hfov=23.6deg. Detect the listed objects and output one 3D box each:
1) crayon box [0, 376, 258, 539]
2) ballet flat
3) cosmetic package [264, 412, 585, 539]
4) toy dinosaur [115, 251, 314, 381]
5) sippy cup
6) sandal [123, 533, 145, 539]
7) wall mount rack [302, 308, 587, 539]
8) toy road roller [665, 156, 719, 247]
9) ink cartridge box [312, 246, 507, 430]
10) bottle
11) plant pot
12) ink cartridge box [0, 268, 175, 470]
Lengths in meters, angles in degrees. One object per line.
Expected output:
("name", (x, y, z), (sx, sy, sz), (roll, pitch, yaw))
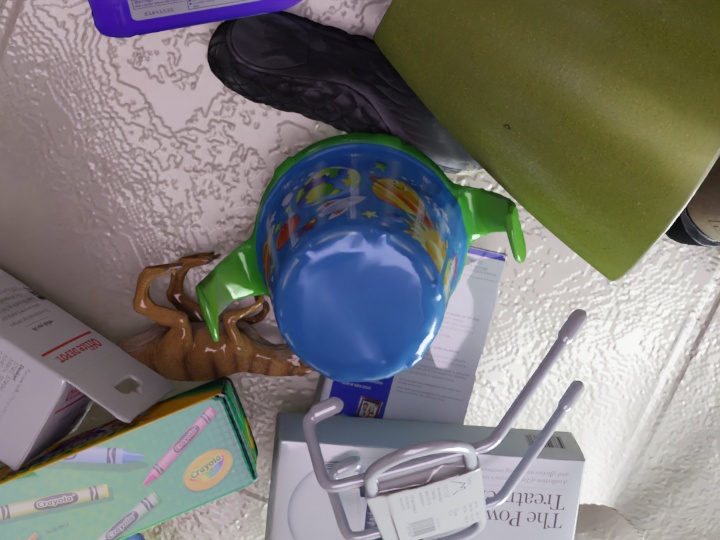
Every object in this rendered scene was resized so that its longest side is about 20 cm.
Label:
("crayon box", (-0.162, 0.131, 1.039), (0.199, 0.119, 0.059), (-22, 93, -3))
("ballet flat", (-0.001, -0.113, 1.087), (0.199, 0.057, 0.067), (22, 76, -15))
("cosmetic package", (0.037, 0.177, 1.129), (0.199, 0.052, 0.152), (4, 109, -6))
("toy dinosaur", (-0.121, 0.047, 1.106), (0.199, 0.060, 0.107), (-6, 98, 6))
("sippy cup", (0.000, 0.000, 1.025), (0.139, 0.130, 0.178), (38, 105, -12))
("sandal", (-0.153, 0.224, 1.147), (0.079, 0.087, 0.200), (-33, 108, 3))
("wall mount rack", (0.059, 0.100, 1.016), (0.173, 0.200, 0.075), (-16, 66, -1))
("toy road roller", (0.300, -0.042, 1.084), (0.200, 0.123, 0.146), (41, 77, -23))
("ink cartridge box", (0.025, 0.068, 1.139), (0.099, 0.039, 0.201), (13, 106, -8))
("bottle", (-0.066, -0.192, 1.032), (0.199, 0.084, 0.065), (-9, 140, -1))
("plant pot", (0.114, -0.124, 1.029), (0.199, 0.187, 0.188), (31, 102, -1))
("ink cartridge box", (-0.223, 0.052, 1.050), (0.200, 0.116, 0.068), (33, 101, 4))
